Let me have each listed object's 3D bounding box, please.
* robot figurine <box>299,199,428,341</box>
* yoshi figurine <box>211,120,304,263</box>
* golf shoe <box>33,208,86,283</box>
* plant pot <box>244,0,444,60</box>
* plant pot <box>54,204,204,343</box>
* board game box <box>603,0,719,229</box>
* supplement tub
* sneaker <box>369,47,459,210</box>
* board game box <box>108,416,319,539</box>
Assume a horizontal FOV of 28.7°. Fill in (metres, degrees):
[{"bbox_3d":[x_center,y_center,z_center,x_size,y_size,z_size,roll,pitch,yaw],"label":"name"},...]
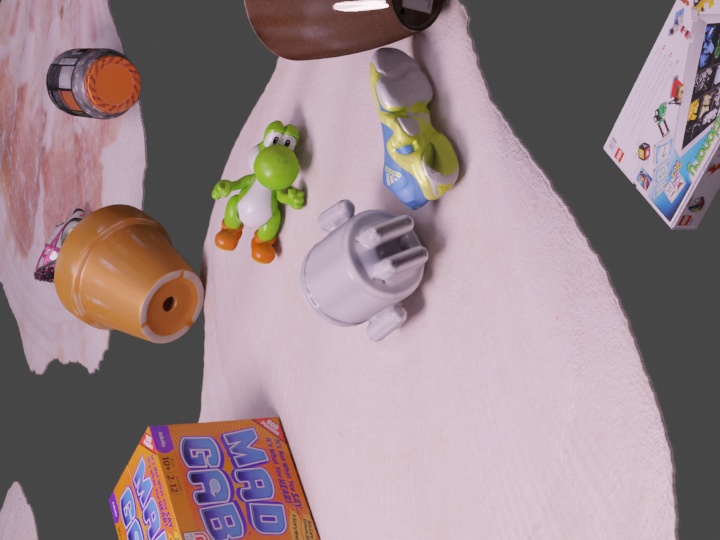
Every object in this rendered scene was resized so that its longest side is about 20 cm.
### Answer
[{"bbox_3d":[0.000,0.000,1.679,0.200,0.113,0.170,-32,77,55],"label":"robot figurine"},{"bbox_3d":[-0.134,-0.104,1.928,0.112,0.112,0.201,41,124,33],"label":"yoshi figurine"},{"bbox_3d":[-0.565,-0.042,2.691,0.200,0.072,0.093,-35,54,43],"label":"golf shoe"},{"bbox_3d":[-0.003,-0.332,1.646,0.199,0.186,0.188,14,103,44],"label":"plant pot"},{"bbox_3d":[-0.349,0.021,2.224,0.183,0.200,0.201,29,116,38],"label":"plant pot"},{"bbox_3d":[0.297,-0.153,1.248,0.126,0.034,0.201,59,138,42],"label":"board game box"},{"bbox_3d":[-0.463,-0.326,2.457,0.200,0.122,0.123,15,103,58],"label":"supplement tub"},{"bbox_3d":[0.043,-0.159,1.642,0.105,0.075,0.201,-52,49,48],"label":"sneaker"},{"bbox_3d":[-0.208,0.346,1.954,0.200,0.199,0.201,-58,44,43],"label":"board game box"}]
